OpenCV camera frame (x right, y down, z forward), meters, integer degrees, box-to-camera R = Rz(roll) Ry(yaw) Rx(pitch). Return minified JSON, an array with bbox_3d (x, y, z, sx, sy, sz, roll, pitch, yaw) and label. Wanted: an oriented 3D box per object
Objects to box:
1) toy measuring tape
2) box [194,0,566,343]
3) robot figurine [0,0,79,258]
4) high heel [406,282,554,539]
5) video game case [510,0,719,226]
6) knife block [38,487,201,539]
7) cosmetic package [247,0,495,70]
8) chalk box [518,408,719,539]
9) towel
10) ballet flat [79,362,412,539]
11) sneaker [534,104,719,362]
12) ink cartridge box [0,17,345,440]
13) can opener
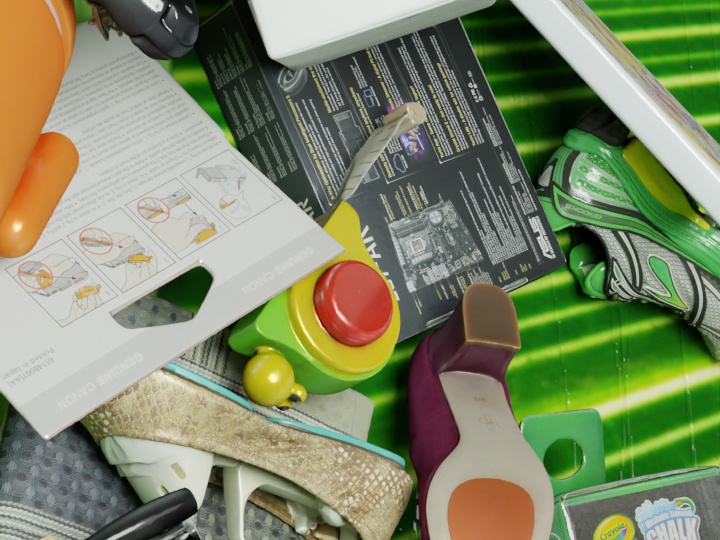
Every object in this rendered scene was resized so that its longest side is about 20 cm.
[{"bbox_3d":[0.000,0.000,0.972,0.074,0.073,0.200,46,50,-15],"label":"toy measuring tape"},{"bbox_3d":[0.013,-0.066,1.072,0.160,0.043,0.201,-23,88,-42],"label":"box"},{"bbox_3d":[-0.186,-0.080,0.803,0.143,0.117,0.201,17,45,-3],"label":"robot figurine"},{"bbox_3d":[0.052,0.110,0.974,0.067,0.096,0.201,15,50,-9],"label":"high heel"},{"bbox_3d":[0.151,-0.112,1.128,0.200,0.023,0.182,48,13,0],"label":"video game case"},{"bbox_3d":[-0.144,0.153,0.801,0.198,0.064,0.176,13,47,-2],"label":"knife block"},{"bbox_3d":[-0.014,-0.207,0.912,0.200,0.122,0.201,-67,139,-85],"label":"cosmetic package"},{"bbox_3d":[0.119,0.174,1.011,0.124,0.124,0.201,-3,74,-39],"label":"chalk box"},{"bbox_3d":[-0.086,0.114,0.932,0.199,0.034,0.194,26,55,-27],"label":"towel"},{"bbox_3d":[-0.061,0.091,0.897,0.199,0.070,0.066,23,67,-26],"label":"ballet flat"},{"bbox_3d":[0.171,-0.008,1.173,0.085,0.078,0.200,-47,117,-1],"label":"sneaker"},{"bbox_3d":[-0.134,-0.018,0.891,0.176,0.045,0.200,46,47,13],"label":"ink cartridge box"},{"bbox_3d":[-0.103,-0.166,0.863,0.063,0.078,0.201,53,10,-43],"label":"can opener"}]
